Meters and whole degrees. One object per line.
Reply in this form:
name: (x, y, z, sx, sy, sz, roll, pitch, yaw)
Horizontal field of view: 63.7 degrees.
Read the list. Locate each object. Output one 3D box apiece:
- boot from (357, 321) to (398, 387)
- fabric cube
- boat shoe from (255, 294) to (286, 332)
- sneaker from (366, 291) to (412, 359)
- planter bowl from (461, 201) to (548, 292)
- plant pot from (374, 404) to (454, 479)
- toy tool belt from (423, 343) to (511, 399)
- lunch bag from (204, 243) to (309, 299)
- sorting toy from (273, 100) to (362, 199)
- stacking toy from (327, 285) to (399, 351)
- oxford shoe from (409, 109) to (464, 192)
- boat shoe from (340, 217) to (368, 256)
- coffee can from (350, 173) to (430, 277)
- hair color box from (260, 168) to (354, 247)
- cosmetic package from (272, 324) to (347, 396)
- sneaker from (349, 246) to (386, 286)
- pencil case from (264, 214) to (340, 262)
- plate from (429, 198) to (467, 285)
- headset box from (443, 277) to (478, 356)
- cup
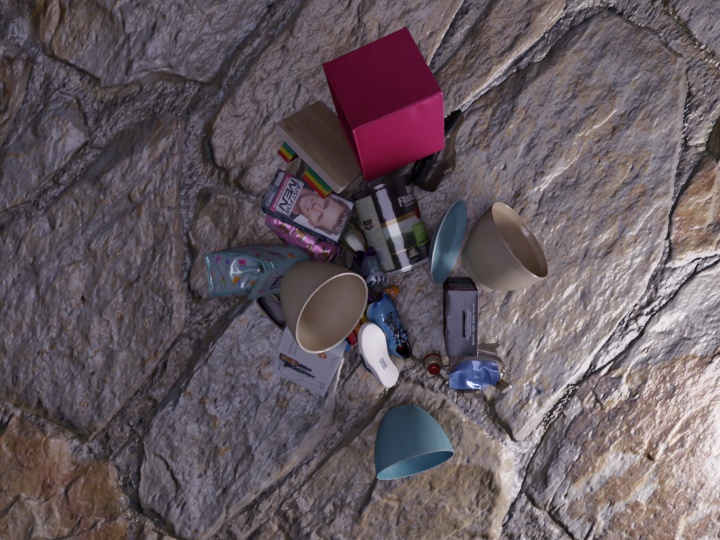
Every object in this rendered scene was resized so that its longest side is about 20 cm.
boot: (0.021, 0.193, 1.394, 0.072, 0.090, 0.203, -36, 126, -22)
fabric cube: (0.054, -0.353, 1.253, 0.196, 0.197, 0.203, -23, 66, 0)
boat shoe: (-0.184, 0.124, 1.455, 0.200, 0.060, 0.072, 43, 99, -2)
sneaker: (0.081, 0.133, 1.378, 0.078, 0.089, 0.202, -41, 132, -18)
planter bowl: (0.318, -0.034, 1.333, 0.201, 0.200, 0.134, 49, 123, -3)
plant pot: (0.116, 0.412, 1.422, 0.196, 0.201, 0.137, -22, 60, 8)
toy tool belt: (0.252, 0.248, 1.385, 0.195, 0.124, 0.127, -7, 132, 6)
lunch bag: (-0.235, -0.001, 1.351, 0.196, 0.169, 0.125, -5, 92, 35)
sorting toy: (-0.086, -0.272, 1.332, 0.200, 0.199, 0.070, 44, 130, -1)
stacking toy: (0.014, 0.098, 1.425, 0.198, 0.116, 0.111, -32, 101, -5)
oxford shoe: (0.195, -0.280, 1.367, 0.083, 0.073, 0.203, 26, 98, -24)
boat shoe: (-0.048, -0.109, 1.401, 0.200, 0.074, 0.076, 44, 99, -2)
coffee can: (0.076, -0.104, 1.355, 0.143, 0.146, 0.204, -19, 97, 8)
hair color box: (-0.121, -0.145, 1.340, 0.196, 0.061, 0.102, 24, 81, 3)
cosmetic package: (-0.127, 0.213, 1.413, 0.148, 0.052, 0.202, 23, 138, 1)
sneaker: (0.000, 0.000, 1.371, 0.073, 0.199, 0.090, -11, 85, -28)
pencil case: (-0.140, -0.086, 1.411, 0.199, 0.087, 0.083, 42, 68, -2)
plate: (0.196, -0.067, 1.333, 0.025, 0.199, 0.205, 18, 100, 25)
headset box: (0.231, 0.105, 1.344, 0.073, 0.200, 0.153, 0, 98, 6)
cup: (-0.101, 0.058, 1.290, 0.143, 0.199, 0.203, 38, 102, 37)
